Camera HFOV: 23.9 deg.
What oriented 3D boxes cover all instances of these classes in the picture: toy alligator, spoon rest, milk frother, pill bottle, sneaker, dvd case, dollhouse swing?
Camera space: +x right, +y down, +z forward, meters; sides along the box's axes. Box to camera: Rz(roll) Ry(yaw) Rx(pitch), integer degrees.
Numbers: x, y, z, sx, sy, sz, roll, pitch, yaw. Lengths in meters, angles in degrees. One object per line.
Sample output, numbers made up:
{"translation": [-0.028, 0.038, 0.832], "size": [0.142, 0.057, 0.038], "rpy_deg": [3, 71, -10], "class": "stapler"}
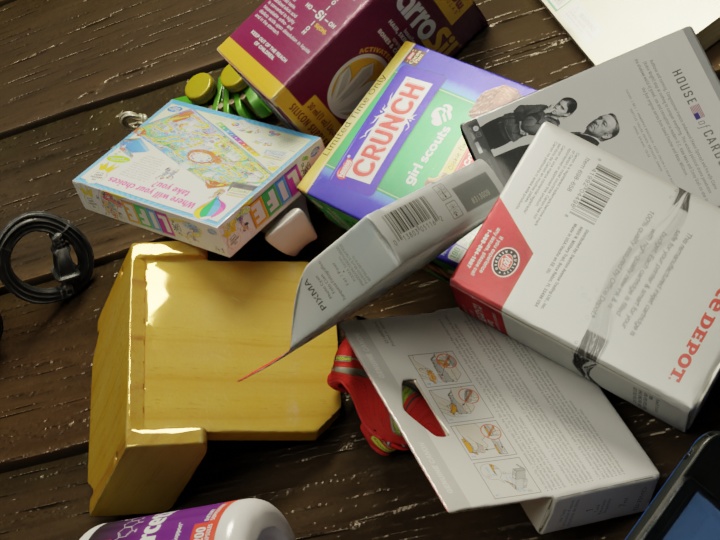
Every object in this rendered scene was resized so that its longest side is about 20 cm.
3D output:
{"translation": [-0.147, -0.149, 1.625], "size": [0.200, 0.059, 0.054], "rpy_deg": [-16, 54, 23], "class": "toy alligator"}
{"translation": [-0.086, -0.068, 1.546], "size": [0.099, 0.061, 0.200], "rpy_deg": [-39, 35, 3], "class": "spoon rest"}
{"translation": [-0.379, -0.026, 1.662], "size": [0.200, 0.181, 0.188], "rpy_deg": [-4, 46, -22], "class": "milk frother"}
{"translation": [-0.152, 0.247, 1.337], "size": [0.200, 0.112, 0.113], "rpy_deg": [-13, 55, 25], "class": "pill bottle"}
{"translation": [0.045, 0.116, 1.340], "size": [0.200, 0.077, 0.085], "rpy_deg": [41, 107, 44], "class": "sneaker"}
{"translation": [0.198, -0.087, 1.327], "size": [0.200, 0.025, 0.151], "rpy_deg": [-23, 73, 0], "class": "dvd case"}
{"translation": [-0.129, 0.098, 1.472], "size": [0.182, 0.175, 0.200], "rpy_deg": [122, 150, -49], "class": "dollhouse swing"}

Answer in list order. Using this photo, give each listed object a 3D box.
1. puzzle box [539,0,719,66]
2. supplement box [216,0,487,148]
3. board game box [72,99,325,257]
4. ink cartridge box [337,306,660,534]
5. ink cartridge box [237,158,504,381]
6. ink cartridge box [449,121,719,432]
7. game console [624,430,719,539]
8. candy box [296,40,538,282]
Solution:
{"translation": [0.233, -0.244, 1.468], "size": [0.133, 0.025, 0.200], "rpy_deg": [-36, 48, 8], "class": "puzzle box"}
{"translation": [-0.006, -0.210, 1.529], "size": [0.200, 0.131, 0.103], "rpy_deg": [-46, 49, 0], "class": "supplement box"}
{"translation": [-0.143, -0.086, 1.507], "size": [0.200, 0.034, 0.134], "rpy_deg": [18, 50, 41], "class": "board game box"}
{"translation": [0.095, 0.106, 1.248], "size": [0.176, 0.045, 0.200], "rpy_deg": [-7, 43, -25], "class": "ink cartridge box"}
{"translation": [0.000, 0.000, 1.292], "size": [0.200, 0.160, 0.047], "rpy_deg": [-36, 86, 39], "class": "ink cartridge box"}
{"translation": [0.188, 0.006, 1.246], "size": [0.200, 0.084, 0.144], "rpy_deg": [29, 80, 16], "class": "ink cartridge box"}
{"translation": [0.251, 0.235, 1.093], "size": [0.200, 0.171, 0.118], "rpy_deg": [-53, 22, -8], "class": "game console"}
{"translation": [0.074, -0.087, 1.432], "size": [0.200, 0.077, 0.169], "rpy_deg": [27, 77, 41], "class": "candy box"}
